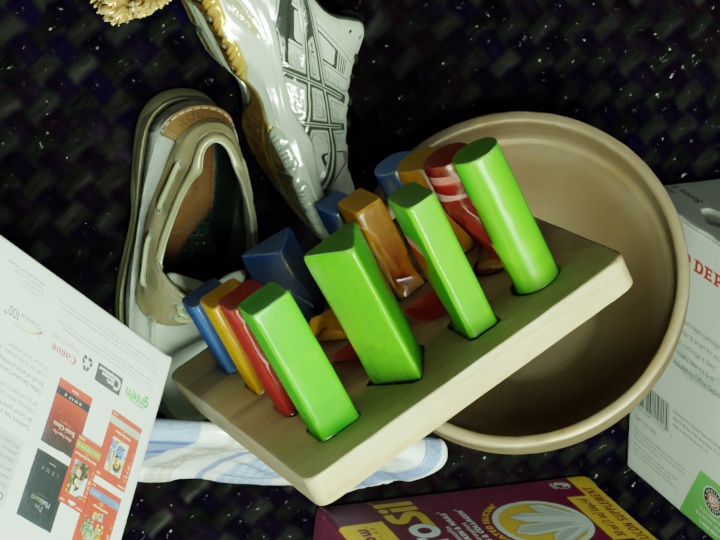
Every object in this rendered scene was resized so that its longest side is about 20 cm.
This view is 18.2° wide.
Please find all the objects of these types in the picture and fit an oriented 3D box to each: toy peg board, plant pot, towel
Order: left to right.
[{"bbox_3d":[-0.065,0.108,1.298,0.199,0.147,0.024,6,77,-26],"label":"towel"},{"bbox_3d":[0.000,0.000,1.173,0.199,0.199,0.098,-34,115,-14],"label":"toy peg board"},{"bbox_3d":[0.094,0.015,1.330,0.201,0.201,0.093,-39,164,-5],"label":"plant pot"}]

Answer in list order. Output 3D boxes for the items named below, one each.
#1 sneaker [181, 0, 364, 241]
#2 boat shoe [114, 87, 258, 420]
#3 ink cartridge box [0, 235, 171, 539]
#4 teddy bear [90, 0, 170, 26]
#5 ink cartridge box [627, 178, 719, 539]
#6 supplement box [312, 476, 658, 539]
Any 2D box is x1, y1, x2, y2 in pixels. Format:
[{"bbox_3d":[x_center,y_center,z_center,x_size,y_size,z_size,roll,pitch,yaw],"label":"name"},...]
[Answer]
[{"bbox_3d":[-0.027,-0.106,1.256,0.087,0.076,0.201,-31,123,-13],"label":"sneaker"},{"bbox_3d":[-0.096,0.002,1.273,0.074,0.068,0.201,-11,116,-20],"label":"boat shoe"},{"bbox_3d":[-0.201,0.083,1.113,0.200,0.083,0.177,42,55,-48],"label":"ink cartridge box"},{"bbox_3d":[-0.113,-0.196,1.163,0.199,0.146,0.067,-13,161,-16],"label":"teddy bear"},{"bbox_3d":[0.239,0.058,1.408,0.084,0.146,0.201,-10,116,-22],"label":"ink cartridge box"},{"bbox_3d":[0.082,0.208,1.410,0.199,0.131,0.104,-5,112,-24],"label":"supplement box"}]
